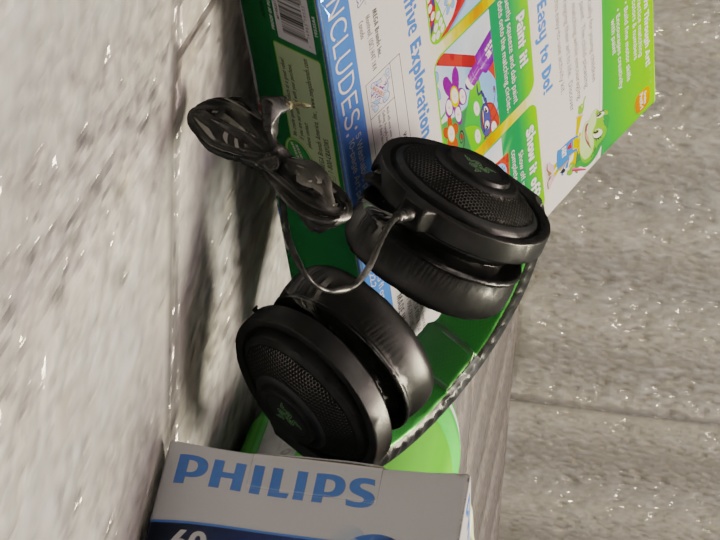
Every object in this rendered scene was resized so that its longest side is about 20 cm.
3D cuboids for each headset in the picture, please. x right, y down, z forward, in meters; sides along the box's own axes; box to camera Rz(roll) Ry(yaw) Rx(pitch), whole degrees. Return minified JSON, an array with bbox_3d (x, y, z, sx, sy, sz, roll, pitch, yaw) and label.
[{"bbox_3d":[0.000,0.000,0.813,0.124,0.094,0.200,-52,161,-5],"label":"headset"}]

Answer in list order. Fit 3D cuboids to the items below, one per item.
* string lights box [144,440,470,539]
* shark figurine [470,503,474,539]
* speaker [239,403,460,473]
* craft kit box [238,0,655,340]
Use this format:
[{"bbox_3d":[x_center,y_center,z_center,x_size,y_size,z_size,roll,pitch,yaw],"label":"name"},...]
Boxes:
[{"bbox_3d":[-0.028,0.153,0.723,0.059,0.102,0.201,87,12,-50],"label":"string lights box"},{"bbox_3d":[0.052,0.199,1.029,0.089,0.215,0.128,-31,172,-31],"label":"shark figurine"},{"bbox_3d":[-0.012,0.105,0.895,0.200,0.088,0.089,-71,165,-61],"label":"speaker"},{"bbox_3d":[0.041,-0.089,0.893,0.197,0.048,0.201,-42,144,-29],"label":"craft kit box"}]
